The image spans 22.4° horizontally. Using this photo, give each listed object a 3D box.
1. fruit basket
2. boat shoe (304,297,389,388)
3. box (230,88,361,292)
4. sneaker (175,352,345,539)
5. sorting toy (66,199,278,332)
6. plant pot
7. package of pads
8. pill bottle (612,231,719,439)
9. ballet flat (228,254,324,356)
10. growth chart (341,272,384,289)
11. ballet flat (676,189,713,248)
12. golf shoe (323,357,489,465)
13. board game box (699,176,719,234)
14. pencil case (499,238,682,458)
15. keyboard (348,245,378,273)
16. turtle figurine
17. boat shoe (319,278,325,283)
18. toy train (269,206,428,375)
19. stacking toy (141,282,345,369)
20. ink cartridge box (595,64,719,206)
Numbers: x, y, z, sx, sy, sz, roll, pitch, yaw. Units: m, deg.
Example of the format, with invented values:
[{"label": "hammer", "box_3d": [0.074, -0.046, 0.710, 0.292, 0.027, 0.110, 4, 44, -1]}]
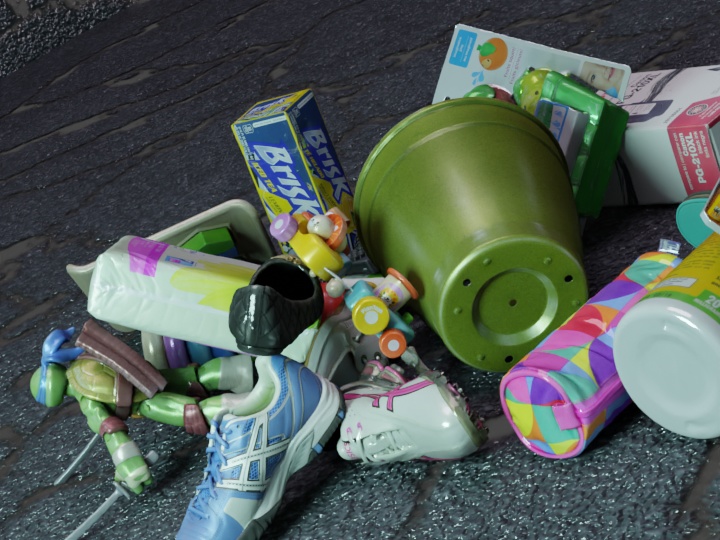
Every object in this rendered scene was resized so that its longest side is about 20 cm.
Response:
[{"label": "fruit basket", "box_3d": [0.143, -0.127, 1.720, 0.199, 0.186, 0.094, 20, 4, 27]}, {"label": "boat shoe", "box_3d": [-0.006, 0.077, 1.567, 0.069, 0.071, 0.200, 23, 28, 6]}, {"label": "box", "box_3d": [-0.053, -0.074, 1.816, 0.070, 0.201, 0.064, -11, 22, 30]}, {"label": "sneaker", "box_3d": [-0.096, 0.152, 1.402, 0.076, 0.077, 0.201, -2, 50, 56]}, {"label": "sorting toy", "box_3d": [-0.185, 0.004, 1.875, 0.199, 0.037, 0.185, -20, -22, 0]}, {"label": "plant pot", "box_3d": [0.107, -0.016, 1.546, 0.199, 0.201, 0.193, -21, 31, 2]}, {"label": "package of pads", "box_3d": [-0.134, 0.025, 1.616, 0.199, 0.069, 0.155, 14, 5, -2]}, {"label": "pill bottle", "box_3d": [0.283, 0.025, 1.330, 0.111, 0.112, 0.200, 0, 29, 47]}, {"label": "ballet flat", "box_3d": [-0.063, 0.017, 1.468, 0.066, 0.057, 0.200, 11, 16, 3]}, {"label": "growth chart", "box_3d": [0.062, -0.015, 1.778, 0.144, 0.018, 0.200, -6, 16, 31]}, {"label": "ballet flat", "box_3d": [0.349, -0.027, 1.480, 0.068, 0.068, 0.200, -22, 27, -30]}, {"label": "golf shoe", "box_3d": [0.031, 0.125, 1.415, 0.092, 0.073, 0.200, -40, 15, -18]}, {"label": "board game box", "box_3d": [0.358, -0.034, 1.322, 0.026, 0.199, 0.200, -60, -6, 37]}, {"label": "pencil case", "box_3d": [0.192, 0.060, 1.384, 0.088, 0.089, 0.200, 2, 32, 49]}, {"label": "keyboard", "box_3d": [0.063, -0.037, 1.786, 0.127, 0.021, 0.200, -2, 19, 43]}, {"label": "turtle figurine", "box_3d": [-0.187, 0.142, 1.589, 0.192, 0.202, 0.144, -3, -4, -5]}, {"label": "boat shoe", "box_3d": [-0.118, 0.031, 1.811, 0.200, 0.066, 0.072, -12, 24, 30]}, {"label": "toy train", "box_3d": [0.000, 0.000, 1.533, 0.056, 0.150, 0.200, -45, 63, 6]}, {"label": "stacking toy", "box_3d": [-0.104, 0.058, 1.731, 0.199, 0.086, 0.085, -12, 21, 9]}, {"label": "ink cartridge box", "box_3d": [0.300, -0.131, 1.758, 0.199, 0.085, 0.145, 0, 29, 46]}]
